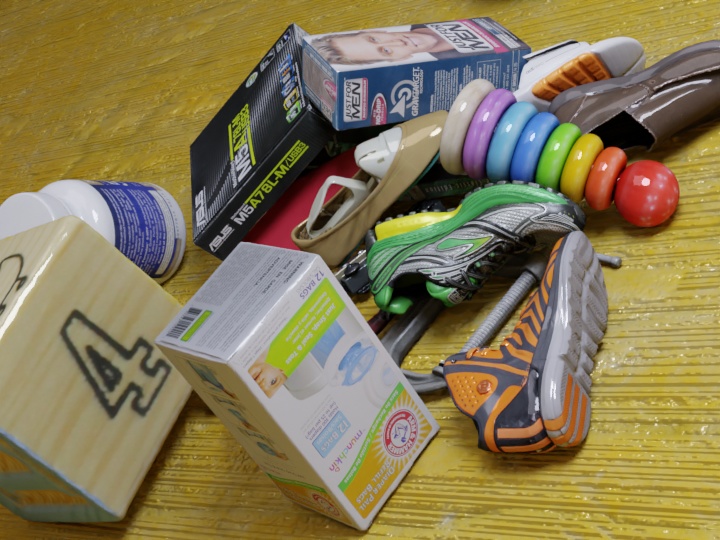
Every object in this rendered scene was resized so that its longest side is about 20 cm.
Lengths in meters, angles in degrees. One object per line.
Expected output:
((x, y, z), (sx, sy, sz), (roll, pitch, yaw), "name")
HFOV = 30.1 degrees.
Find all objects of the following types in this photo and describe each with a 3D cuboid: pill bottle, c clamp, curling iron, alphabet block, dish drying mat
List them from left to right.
((-0.286, 0.097, 1.232), (0.195, 0.196, 0.201), (-11, 43, 47), "alphabet block")
((-0.289, -0.037, 1.422), (0.119, 0.121, 0.200), (-18, -7, 28), "pill bottle")
((-0.052, -0.058, 1.354), (0.199, 0.018, 0.077), (-28, 62, 29), "dish drying mat")
((-0.016, 0.067, 1.151), (0.025, 0.050, 0.200), (31, 52, 24), "curling iron")
((0.097, 0.036, 1.129), (0.200, 0.027, 0.171), (-46, 33, -15), "c clamp")

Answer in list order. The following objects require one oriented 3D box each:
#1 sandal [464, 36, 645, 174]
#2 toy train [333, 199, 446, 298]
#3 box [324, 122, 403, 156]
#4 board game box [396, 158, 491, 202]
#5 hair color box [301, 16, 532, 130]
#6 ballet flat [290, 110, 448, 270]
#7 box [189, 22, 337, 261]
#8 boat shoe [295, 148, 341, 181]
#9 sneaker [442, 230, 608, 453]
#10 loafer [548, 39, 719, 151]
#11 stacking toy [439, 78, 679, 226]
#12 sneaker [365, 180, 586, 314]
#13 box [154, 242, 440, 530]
((0.159, -0.164, 1.218), (0.206, 0.079, 0.059), (-28, 53, 4), "sandal")
((0.000, 0.000, 1.262), (0.200, 0.034, 0.046), (-41, 20, -11), "toy train")
((0.042, -0.188, 1.408), (0.199, 0.037, 0.145), (-19, 30, -4), "box")
((0.130, -0.118, 1.272), (0.199, 0.024, 0.105), (-6, 41, 27), "board game box")
((0.053, -0.191, 1.274), (0.199, 0.061, 0.100), (-10, 31, -19), "hair color box")
((0.006, -0.080, 1.246), (0.200, 0.063, 0.069), (-50, 26, 25), "ballet flat")
((-0.107, -0.138, 1.397), (0.193, 0.047, 0.201), (-44, 30, 22), "box")
((-0.049, -0.091, 1.397), (0.199, 0.073, 0.063), (-6, 40, 34), "boat shoe")
((0.123, 0.053, 1.032), (0.111, 0.078, 0.201), (-13, 39, 32), "sneaker")
((0.261, -0.134, 1.153), (0.199, 0.073, 0.071), (-17, 47, 24), "loafer")
((0.169, -0.089, 1.116), (0.199, 0.086, 0.086), (24, 60, 20), "stacking toy")
((0.098, -0.012, 1.122), (0.199, 0.078, 0.086), (-19, 54, 26), "sneaker")
((-0.045, 0.089, 1.033), (0.101, 0.200, 0.113), (10, 52, 49), "box")
